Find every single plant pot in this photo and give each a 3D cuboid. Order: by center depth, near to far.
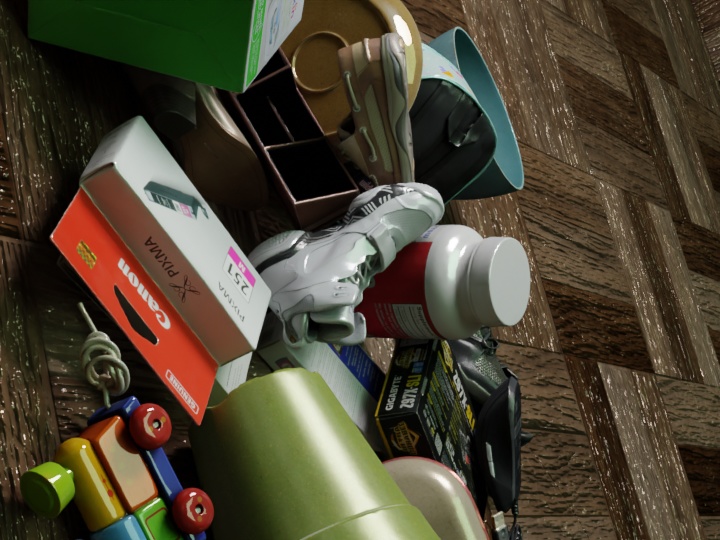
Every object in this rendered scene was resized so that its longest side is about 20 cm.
[{"bbox_3d":[-0.051,0.189,1.199,0.200,0.200,0.190,11,47,-57],"label":"plant pot"},{"bbox_3d":[-0.036,-0.204,1.477,0.027,0.199,0.201,34,39,-67],"label":"plant pot"},{"bbox_3d":[0.090,-0.165,1.722,0.200,0.134,0.201,57,21,-36],"label":"plant pot"}]

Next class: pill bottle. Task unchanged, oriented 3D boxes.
[{"bbox_3d":[0.060,0.012,1.457,0.112,0.199,0.113,1,88,-57],"label":"pill bottle"}]

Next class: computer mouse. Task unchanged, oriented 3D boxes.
[{"bbox_3d":[0.136,0.215,1.505,0.140,0.046,0.201,-44,133,-72],"label":"computer mouse"}]

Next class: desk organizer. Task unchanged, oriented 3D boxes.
[{"bbox_3d":[-0.075,-0.139,1.411,0.200,0.072,0.077,60,-6,20],"label":"desk organizer"}]

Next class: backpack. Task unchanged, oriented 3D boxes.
[{"bbox_3d":[0.034,-0.140,1.553,0.176,0.200,0.154,42,21,-34],"label":"backpack"}]

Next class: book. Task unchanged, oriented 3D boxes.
[{"bbox_3d":[-0.161,0.012,1.264,0.200,0.048,0.134,51,29,-28],"label":"book"}]

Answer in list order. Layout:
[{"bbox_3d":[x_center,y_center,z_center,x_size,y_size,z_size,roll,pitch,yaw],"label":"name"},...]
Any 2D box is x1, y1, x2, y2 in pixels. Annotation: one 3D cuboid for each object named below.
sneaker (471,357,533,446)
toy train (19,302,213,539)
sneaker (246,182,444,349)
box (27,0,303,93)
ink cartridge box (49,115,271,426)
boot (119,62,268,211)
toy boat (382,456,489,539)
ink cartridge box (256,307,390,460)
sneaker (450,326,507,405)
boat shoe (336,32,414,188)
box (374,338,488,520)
[{"bbox_3d":[0.133,0.113,1.660,0.070,0.078,0.201,-2,71,-60],"label":"sneaker"},{"bbox_3d":[-0.201,0.135,1.072,0.116,0.084,0.201,-31,97,-49],"label":"toy train"},{"bbox_3d":[0.000,0.000,1.365,0.075,0.199,0.115,75,-10,-52],"label":"sneaker"},{"bbox_3d":[-0.162,-0.254,1.290,0.177,0.199,0.097,-65,167,-57],"label":"box"},{"bbox_3d":[-0.153,-0.003,1.186,0.200,0.043,0.174,55,21,-23],"label":"ink cartridge box"},{"bbox_3d":[-0.156,-0.160,1.388,0.200,0.070,0.147,49,19,-51],"label":"boot"},{"bbox_3d":[0.058,0.274,1.392,0.131,0.130,0.201,94,-25,-84],"label":"toy boat"},{"bbox_3d":[-0.022,0.104,1.442,0.200,0.037,0.095,48,33,-27],"label":"ink cartridge box"},{"bbox_3d":[0.122,0.053,1.593,0.200,0.114,0.076,56,17,20],"label":"sneaker"},{"bbox_3d":[0.013,-0.131,1.406,0.076,0.071,0.201,-91,176,-59],"label":"boat shoe"},{"bbox_3d":[0.079,0.174,1.497,0.160,0.049,0.201,-74,148,-56],"label":"box"}]
